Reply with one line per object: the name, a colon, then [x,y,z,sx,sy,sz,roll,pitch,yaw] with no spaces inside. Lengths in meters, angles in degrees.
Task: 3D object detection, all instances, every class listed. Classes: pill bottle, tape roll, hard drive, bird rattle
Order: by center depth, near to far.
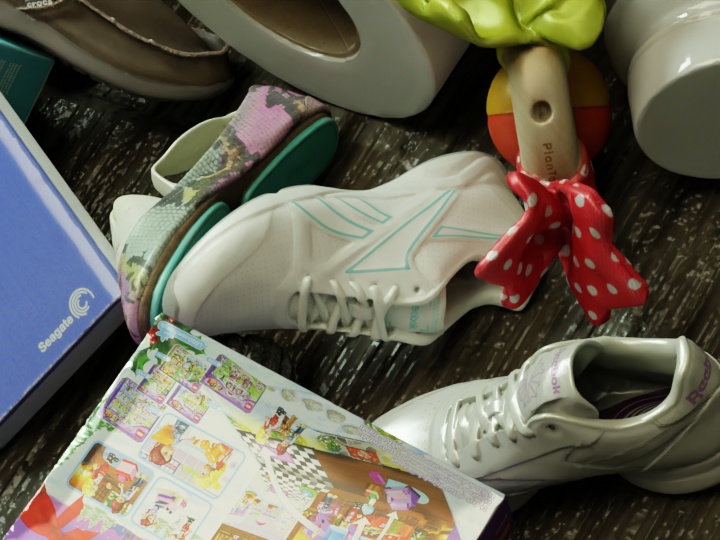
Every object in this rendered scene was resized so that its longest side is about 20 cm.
bird rattle: [0.098,-0.073,1.278,0.112,0.163,0.201,-18,91,11]
pill bottle: [0.175,-0.153,1.318,0.113,0.114,0.201,-15,53,16]
tape roll: [-0.010,-0.197,1.382,0.202,0.203,0.139,20,68,35]
hard drive: [-0.216,-0.019,1.405,0.132,0.025,0.200,-45,68,19]

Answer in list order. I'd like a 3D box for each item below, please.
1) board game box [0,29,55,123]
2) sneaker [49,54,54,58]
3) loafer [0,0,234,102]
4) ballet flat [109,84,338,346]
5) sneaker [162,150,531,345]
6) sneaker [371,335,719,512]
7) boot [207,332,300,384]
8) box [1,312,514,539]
board game box: [-0.276,-0.102,1.509,0.200,0.047,0.151,38,106,39]
sneaker: [-0.142,-0.214,1.528,0.077,0.091,0.200,29,74,38]
loafer: [-0.156,-0.154,1.442,0.073,0.199,0.071,-104,39,-70]
ballet flat: [-0.085,-0.032,1.360,0.071,0.069,0.200,20,45,20]
sneaker: [0.000,0.000,1.291,0.199,0.071,0.080,-16,56,-20]
sneaker: [0.081,0.064,1.224,0.199,0.100,0.075,-12,56,20]
boot: [-0.121,0.128,1.289,0.210,0.080,0.158,-15,59,3]
box: [-0.048,0.122,1.208,0.199,0.039,0.137,27,70,23]
